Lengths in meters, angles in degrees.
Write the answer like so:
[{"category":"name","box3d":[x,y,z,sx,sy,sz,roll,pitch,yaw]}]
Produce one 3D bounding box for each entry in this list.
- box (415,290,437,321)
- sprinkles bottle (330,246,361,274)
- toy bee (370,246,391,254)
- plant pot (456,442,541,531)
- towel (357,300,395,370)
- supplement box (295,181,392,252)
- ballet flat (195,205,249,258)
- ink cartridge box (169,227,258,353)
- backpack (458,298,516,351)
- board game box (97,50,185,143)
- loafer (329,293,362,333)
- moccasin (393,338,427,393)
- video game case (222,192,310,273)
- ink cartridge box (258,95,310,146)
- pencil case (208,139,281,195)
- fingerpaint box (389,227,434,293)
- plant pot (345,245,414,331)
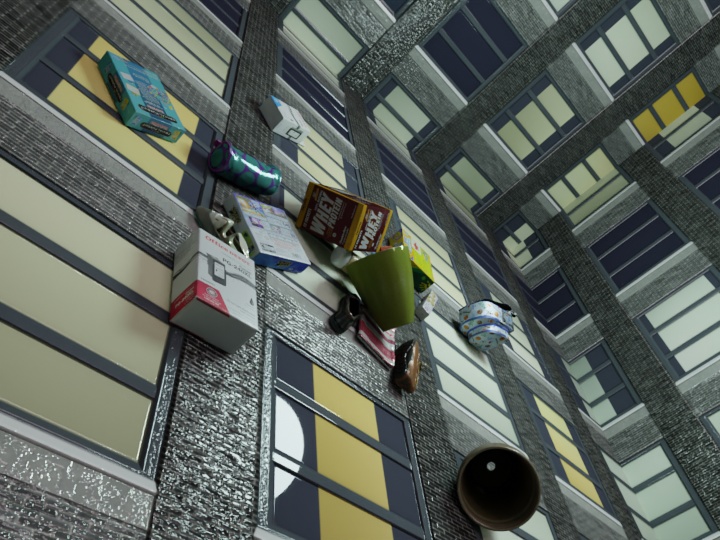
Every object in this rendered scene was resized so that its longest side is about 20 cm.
[{"category":"box","box3d":[0.233,0.121,2.102,0.042,0.039,0.200,49,21,1]},{"category":"sprinkles bottle","box3d":[0.000,0.000,1.788,0.199,0.068,0.069,37,25,-32]},{"category":"toy bee","box3d":[0.074,-0.006,1.893,0.200,0.128,0.111,34,48,-76]},{"category":"plant pot","box3d":[0.334,0.515,1.501,0.201,0.199,0.174,51,4,3]},{"category":"towel","box3d":[0.047,0.167,1.664,0.144,0.023,0.201,47,21,-18]},{"category":"supplement box","box3d":[-0.045,-0.152,1.748,0.195,0.135,0.199,25,11,25]},{"category":"ballet flat","box3d":[-0.294,-0.077,1.325,0.202,0.063,0.067,57,22,16]},{"category":"ink cartridge box","box3d":[-0.277,0.035,1.148,0.144,0.083,0.202,35,27,-35]},{"category":"backpack","box3d":[0.462,0.204,2.261,0.189,0.199,0.156,34,39,-27]},{"category":"board game box","box3d":[-0.521,-0.411,1.432,0.150,0.047,0.202,11,45,-59]},{"category":"loafer","box3d":[-0.022,0.104,1.581,0.072,0.063,0.200,50,21,-6]},{"category":"moccasin","box3d":[0.136,0.258,1.641,0.078,0.073,0.202,55,16,-18]},{"category":"video game case","box3d":[-0.231,-0.089,1.497,0.199,0.045,0.183,15,42,-57]},{"category":"ink cartridge box","box3d":[-0.255,-0.527,2.131,0.199,0.068,0.117,12,43,-59]},{"category":"pencil case","box3d":[-0.304,-0.268,1.589,0.199,0.084,0.094,22,51,-52]},{"category":"fingerpaint box","box3d":[0.186,-0.038,2.220,0.167,0.073,0.201,43,22,-23]},{"category":"plant pot","box3d":[0.074,0.059,1.657,0.186,0.185,0.204,-5,76,-65]}]
